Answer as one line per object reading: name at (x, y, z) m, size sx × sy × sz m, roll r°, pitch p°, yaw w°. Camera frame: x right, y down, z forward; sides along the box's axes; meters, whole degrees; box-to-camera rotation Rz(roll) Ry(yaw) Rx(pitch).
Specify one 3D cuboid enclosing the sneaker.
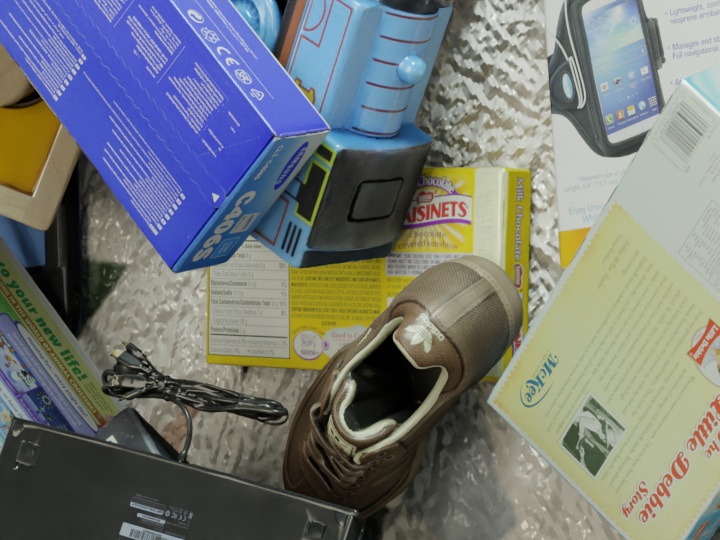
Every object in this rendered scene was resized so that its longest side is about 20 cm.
sneaker at (0.000, 0.065, 1.343) m, size 0.070 × 0.075 × 0.200 m, roll 47°, pitch 134°, yaw 13°

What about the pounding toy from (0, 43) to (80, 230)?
pounding toy at (-0.180, -0.128, 1.464) m, size 0.142 × 0.199 × 0.185 m, roll -108°, pitch 40°, yaw -80°

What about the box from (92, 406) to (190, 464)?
box at (-0.122, 0.216, 1.394) m, size 0.198 × 0.123 × 0.200 m, roll -38°, pitch 57°, yaw 3°

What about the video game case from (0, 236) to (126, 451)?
video game case at (-0.226, 0.035, 1.472) m, size 0.022 × 0.182 × 0.200 m, roll -43°, pitch 79°, yaw 32°

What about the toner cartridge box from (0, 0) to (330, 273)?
toner cartridge box at (-0.107, -0.105, 1.336) m, size 0.200 × 0.043 × 0.095 m, roll 53°, pitch 125°, yaw 19°

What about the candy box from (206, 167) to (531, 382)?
candy box at (0.000, 0.000, 1.405) m, size 0.199 × 0.026 × 0.103 m, roll 2°, pitch 89°, yaw 42°

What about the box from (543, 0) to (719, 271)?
box at (0.140, -0.104, 1.274) m, size 0.119 × 0.041 × 0.201 m, roll -8°, pitch 81°, yaw 42°

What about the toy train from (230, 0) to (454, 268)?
toy train at (-0.013, -0.103, 1.344) m, size 0.114 × 0.086 × 0.201 m, roll 35°, pitch 117°, yaw 33°

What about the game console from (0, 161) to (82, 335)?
game console at (-0.253, -0.054, 1.578) m, size 0.170 × 0.118 × 0.201 m, roll -6°, pitch 85°, yaw 42°

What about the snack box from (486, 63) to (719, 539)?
snack box at (0.144, 0.024, 1.228) m, size 0.116 × 0.037 × 0.200 m, roll 45°, pitch 129°, yaw 20°

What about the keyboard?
keyboard at (-0.088, 0.106, 1.352) m, size 0.199 × 0.021 × 0.128 m, roll 13°, pitch 78°, yaw 26°
